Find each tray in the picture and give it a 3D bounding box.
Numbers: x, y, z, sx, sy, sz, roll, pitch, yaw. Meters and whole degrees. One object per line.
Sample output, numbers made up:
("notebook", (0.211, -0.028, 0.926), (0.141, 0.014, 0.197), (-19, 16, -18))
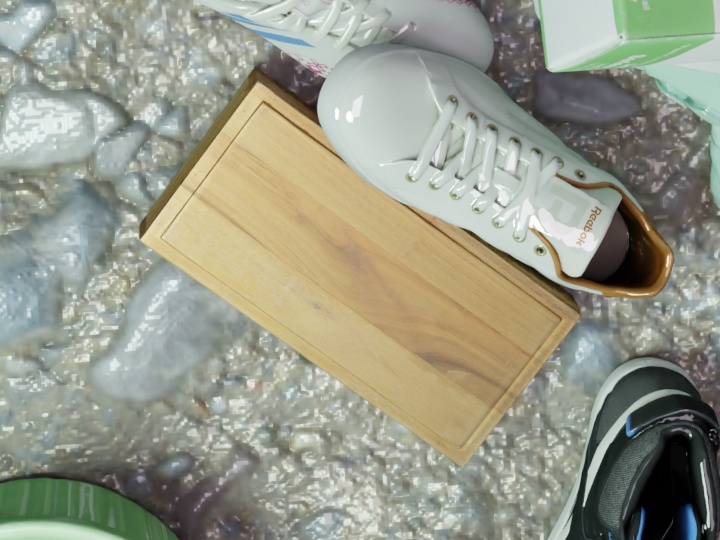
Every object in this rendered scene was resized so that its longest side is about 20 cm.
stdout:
("tray", (0.000, 0.000, 1.359), (0.200, 0.037, 0.099), (35, 101, -14))

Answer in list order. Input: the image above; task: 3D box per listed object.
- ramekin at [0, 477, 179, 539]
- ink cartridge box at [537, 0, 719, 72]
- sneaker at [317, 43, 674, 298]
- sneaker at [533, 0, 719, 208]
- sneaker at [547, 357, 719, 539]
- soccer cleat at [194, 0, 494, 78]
("ramekin", (-0.158, 0.201, 1.373), (0.199, 0.098, 0.201), (-1, 107, -4))
("ink cartridge box", (0.179, -0.169, 1.223), (0.199, 0.084, 0.147), (-5, 85, -21))
("sneaker", (0.072, -0.046, 1.294), (0.199, 0.085, 0.073), (28, 88, -33))
("sneaker", (0.165, -0.076, 1.317), (0.199, 0.074, 0.119), (14, 128, -8))
("sneaker", (0.131, 0.152, 1.372), (0.073, 0.112, 0.201), (7, 106, -5))
("soccer cleat", (-0.028, -0.129, 1.292), (0.199, 0.086, 0.070), (25, 103, -11))
